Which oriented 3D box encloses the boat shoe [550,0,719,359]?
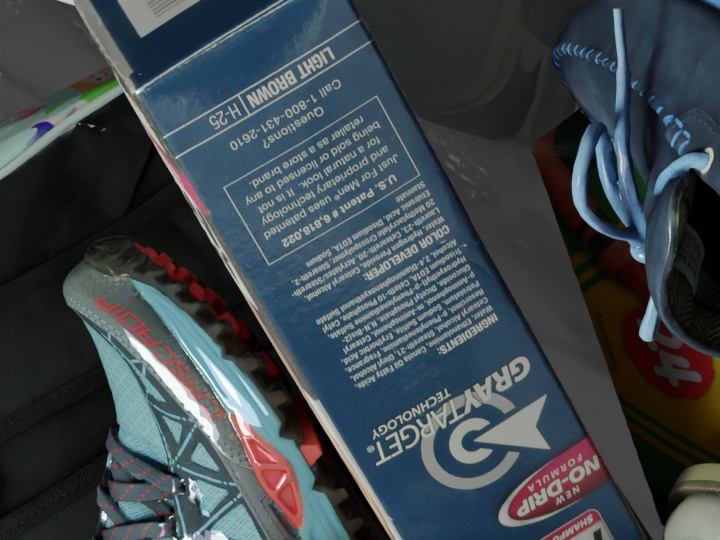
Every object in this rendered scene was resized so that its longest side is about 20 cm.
[{"bbox_3d":[0.089,-0.014,0.689,0.084,0.069,0.200,47,177,-29],"label":"boat shoe"}]

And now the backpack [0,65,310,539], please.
[{"bbox_3d":[-0.088,0.038,0.950,0.178,0.200,0.150,59,164,-11],"label":"backpack"}]

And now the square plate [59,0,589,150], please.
[{"bbox_3d":[-0.021,-0.113,0.807,0.197,0.029,0.200,18,145,1],"label":"square plate"}]

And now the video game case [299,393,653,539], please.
[{"bbox_3d":[0.014,0.133,0.917,0.200,0.180,0.025,56,174,-19],"label":"video game case"}]

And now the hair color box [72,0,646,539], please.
[{"bbox_3d":[0.000,0.000,0.797,0.201,0.060,0.100,60,178,-28],"label":"hair color box"}]

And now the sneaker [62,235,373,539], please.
[{"bbox_3d":[-0.042,0.088,0.837,0.201,0.095,0.079,63,174,-18],"label":"sneaker"}]

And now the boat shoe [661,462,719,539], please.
[{"bbox_3d":[0.146,0.135,0.828,0.200,0.069,0.075,45,154,-22],"label":"boat shoe"}]

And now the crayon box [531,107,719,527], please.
[{"bbox_3d":[0.148,0.012,0.790,0.199,0.051,0.128,2,120,47],"label":"crayon box"}]
